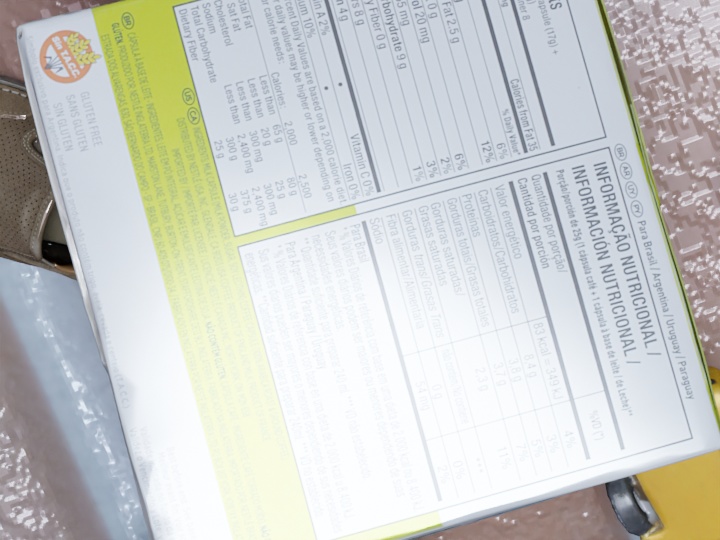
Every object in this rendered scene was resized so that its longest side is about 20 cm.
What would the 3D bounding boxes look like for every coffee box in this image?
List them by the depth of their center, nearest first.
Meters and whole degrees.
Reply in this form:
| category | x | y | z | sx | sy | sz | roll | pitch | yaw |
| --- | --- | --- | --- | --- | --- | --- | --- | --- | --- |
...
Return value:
| category | x | y | z | sx | sy | sz | roll | pitch | yaw |
| --- | --- | --- | --- | --- | --- | --- | --- | --- | --- |
| coffee box | 0.000 | 0.000 | 0.895 | 0.197 | 0.200 | 0.201 | -16 | 85 | -5 |

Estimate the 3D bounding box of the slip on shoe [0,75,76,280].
| category | x | y | z | sx | sy | sz | roll | pitch | yaw |
| --- | --- | --- | --- | --- | --- | --- | --- | --- | --- |
| slip on shoe | -0.133 | -0.031 | 1.025 | 0.199 | 0.061 | 0.076 | 19 | 108 | -1 |

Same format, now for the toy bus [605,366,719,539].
| category | x | y | z | sx | sy | sz | roll | pitch | yaw |
| --- | --- | --- | --- | --- | --- | --- | --- | --- | --- |
| toy bus | 0.170 | 0.133 | 1.041 | 0.065 | 0.078 | 0.200 | -26 | 104 | 14 |
